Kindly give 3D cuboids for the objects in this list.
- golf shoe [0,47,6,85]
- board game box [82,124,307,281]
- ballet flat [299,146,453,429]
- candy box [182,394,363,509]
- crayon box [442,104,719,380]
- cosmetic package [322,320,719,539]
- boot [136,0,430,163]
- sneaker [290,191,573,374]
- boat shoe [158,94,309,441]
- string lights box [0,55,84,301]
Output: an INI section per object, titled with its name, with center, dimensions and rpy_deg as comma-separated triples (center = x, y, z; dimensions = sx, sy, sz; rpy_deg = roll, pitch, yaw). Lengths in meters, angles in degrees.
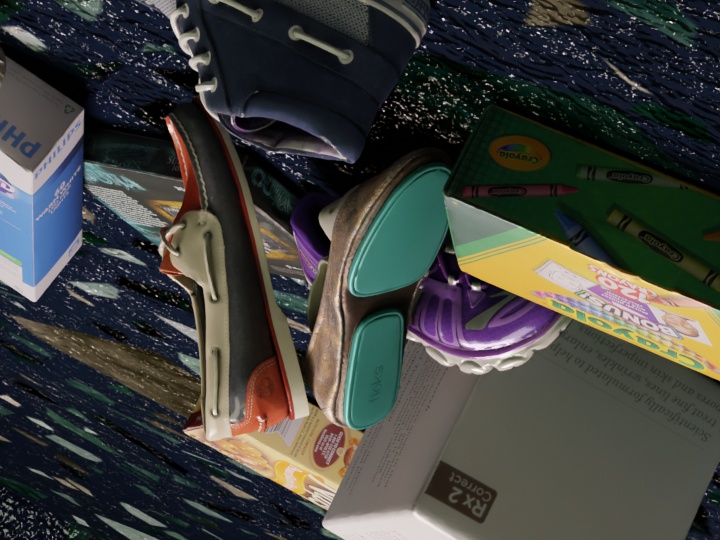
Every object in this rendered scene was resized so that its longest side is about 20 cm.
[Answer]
[golf shoe]
center = -0.289, -0.155, 1.745
dimensions = 0.200, 0.078, 0.097
rpy_deg = 28, -176, 16
[board game box]
center = -0.101, -0.042, 1.853
dimensions = 0.200, 0.028, 0.135
rpy_deg = 12, 160, 46
[ballet flat]
center = 0.000, 0.000, 1.632
dimensions = 0.068, 0.200, 0.067
rpy_deg = -10, -137, -34
[candy box]
center = -0.035, 0.153, 2.371
dimensions = 0.200, 0.055, 0.115
rpy_deg = 30, 165, -13
[crayon box]
center = 0.146, -0.006, 1.488
dimensions = 0.200, 0.058, 0.119
rpy_deg = 23, 165, 13
[cosmetic package]
center = 0.103, 0.120, 1.791
dimensions = 0.165, 0.165, 0.200
rpy_deg = 29, 166, -13
[boot]
center = -0.066, -0.115, 1.411
dimensions = 0.200, 0.090, 0.073
rpy_deg = 16, 162, 36
[sneaker]
center = 0.037, 0.000, 1.679
dimensions = 0.200, 0.081, 0.083
rpy_deg = 12, 148, 34
[boat shoe]
center = -0.085, -0.002, 1.677
dimensions = 0.062, 0.200, 0.071
rpy_deg = -15, -179, -5
[string lights box]
center = -0.234, -0.065, 1.855
dimensions = 0.103, 0.059, 0.200
rpy_deg = 34, 157, 9
